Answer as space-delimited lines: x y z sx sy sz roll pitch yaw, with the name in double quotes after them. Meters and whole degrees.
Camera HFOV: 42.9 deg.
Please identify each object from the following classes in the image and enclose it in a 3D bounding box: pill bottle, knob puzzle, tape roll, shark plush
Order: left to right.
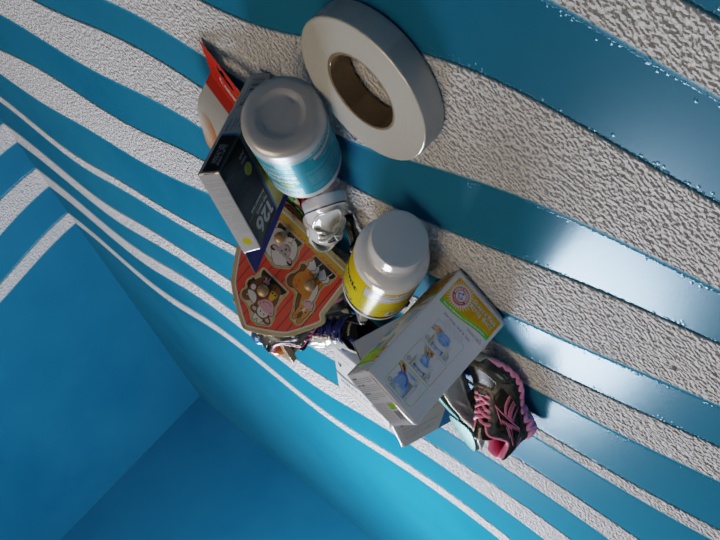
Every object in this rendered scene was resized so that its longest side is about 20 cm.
-0.134 0.022 1.518 0.219 0.220 0.030 44 -170 4 "knob puzzle"
-0.085 -0.167 1.224 0.110 0.111 0.200 39 173 17 "pill bottle"
0.000 0.000 1.477 0.201 0.090 0.084 55 -171 -35 "shark plush"
0.011 -0.219 1.066 0.202 0.037 0.204 39 160 17 "tape roll"
0.039 -0.009 1.305 0.111 0.111 0.200 43 160 7 "pill bottle"

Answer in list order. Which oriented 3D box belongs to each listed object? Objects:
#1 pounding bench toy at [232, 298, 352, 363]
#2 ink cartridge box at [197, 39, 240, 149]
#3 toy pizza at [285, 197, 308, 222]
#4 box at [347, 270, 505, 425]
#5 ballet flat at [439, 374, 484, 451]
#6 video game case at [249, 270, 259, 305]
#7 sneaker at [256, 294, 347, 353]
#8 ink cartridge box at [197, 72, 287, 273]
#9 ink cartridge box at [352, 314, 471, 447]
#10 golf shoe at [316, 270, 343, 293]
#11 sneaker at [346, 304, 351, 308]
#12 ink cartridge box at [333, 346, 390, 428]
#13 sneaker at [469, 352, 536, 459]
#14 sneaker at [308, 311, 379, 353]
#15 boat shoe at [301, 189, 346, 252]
-0.127 0.090 1.768 0.198 0.156 0.125 26 153 43 "pounding bench toy"
-0.210 -0.227 1.413 0.163 0.049 0.202 53 166 34 "ink cartridge box"
-0.137 -0.139 1.530 0.199 0.032 0.201 40 159 18 "toy pizza"
0.092 0.111 1.294 0.102 0.200 0.112 46 162 -4 "box"
0.169 0.218 1.456 0.069 0.070 0.201 26 158 43 "ballet flat"
-0.192 -0.032 1.643 0.200 0.035 0.186 175 92 -79 "video game case"
-0.101 0.090 1.609 0.196 0.079 0.097 -19 107 22 "sneaker"
-0.141 -0.137 1.308 0.046 0.200 0.202 -1 140 25 "ink cartridge box"
0.089 0.169 1.473 0.084 0.143 0.202 61 177 46 "ink cartridge box"
-0.094 -0.006 1.596 0.199 0.076 0.090 40 121 32 "golf shoe"
-0.098 0.034 1.668 0.198 0.115 0.077 33 158 24 "sneaker"
0.028 0.200 1.772 0.143 0.084 0.201 37 159 20 "ink cartridge box"
0.204 0.213 1.400 0.078 0.095 0.202 23 148 50 "sneaker"
-0.030 0.104 1.633 0.195 0.082 0.115 15 165 14 "sneaker"
-0.049 -0.072 1.394 0.200 0.072 0.067 101 152 -82 "boat shoe"
